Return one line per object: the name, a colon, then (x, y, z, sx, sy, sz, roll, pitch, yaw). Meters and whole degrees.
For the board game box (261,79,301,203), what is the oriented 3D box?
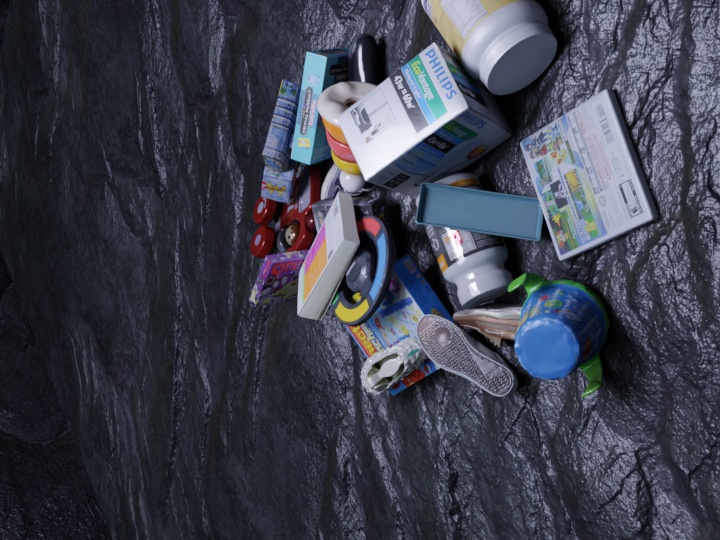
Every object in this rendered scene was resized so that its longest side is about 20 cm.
board game box: (-0.146, -0.243, 1.785, 0.200, 0.061, 0.202, 104, 179, -84)

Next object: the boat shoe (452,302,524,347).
boat shoe: (0.229, 0.092, 1.493, 0.199, 0.075, 0.073, -3, 96, 53)

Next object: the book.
book: (-0.063, -0.026, 1.673, 0.134, 0.048, 0.201, -98, 29, -46)

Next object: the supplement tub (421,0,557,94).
supplement tub: (0.197, -0.385, 1.392, 0.201, 0.144, 0.146, 60, 137, 24)

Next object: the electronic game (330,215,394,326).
electronic game: (0.000, 0.000, 1.619, 0.200, 0.041, 0.202, -34, 49, 51)

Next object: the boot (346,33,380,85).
boot: (0.053, -0.322, 1.647, 0.200, 0.065, 0.166, 39, 133, 45)

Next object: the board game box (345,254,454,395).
board game box: (0.073, 0.103, 1.658, 0.201, 0.056, 0.196, 55, 137, 4)

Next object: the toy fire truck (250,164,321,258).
toy fire truck: (-0.135, -0.101, 1.854, 0.168, 0.111, 0.202, -39, 41, 43)

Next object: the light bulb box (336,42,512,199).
light bulb box: (0.105, -0.230, 1.447, 0.199, 0.198, 0.126, -33, 70, 24)

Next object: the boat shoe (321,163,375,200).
boat shoe: (-0.011, -0.172, 1.748, 0.093, 0.074, 0.201, 53, 134, 41)

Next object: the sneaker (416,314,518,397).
sneaker: (0.180, 0.149, 1.537, 0.199, 0.085, 0.073, 38, 97, 24)

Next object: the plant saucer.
plant saucer: (0.189, -0.092, 1.443, 0.019, 0.198, 0.071, 77, -158, -76)

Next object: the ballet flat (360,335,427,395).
ballet flat: (0.044, 0.178, 1.639, 0.200, 0.071, 0.072, -45, 62, 47)

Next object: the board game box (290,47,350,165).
board game box: (-0.062, -0.314, 1.723, 0.047, 0.151, 0.202, 19, 113, 22)

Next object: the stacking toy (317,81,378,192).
stacking toy: (-0.010, -0.221, 1.626, 0.146, 0.145, 0.201, 46, 144, 37)

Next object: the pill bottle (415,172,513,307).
pill bottle: (0.175, -0.049, 1.502, 0.116, 0.116, 0.202, -37, 68, 48)

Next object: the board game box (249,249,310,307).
board game box: (-0.118, 0.009, 1.816, 0.032, 0.199, 0.121, 48, 131, 34)

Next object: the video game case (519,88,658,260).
video game case: (0.336, -0.138, 1.358, 0.182, 0.022, 0.202, -29, 74, 50)

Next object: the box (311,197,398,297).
box: (-0.005, -0.037, 1.735, 0.157, 0.048, 0.202, 3, 111, 43)

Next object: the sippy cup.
sippy cup: (0.287, 0.095, 1.337, 0.176, 0.130, 0.141, 23, 113, 18)
